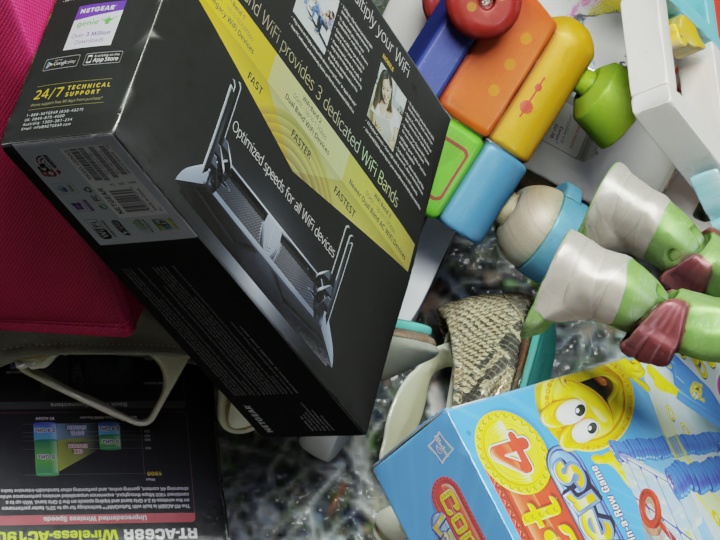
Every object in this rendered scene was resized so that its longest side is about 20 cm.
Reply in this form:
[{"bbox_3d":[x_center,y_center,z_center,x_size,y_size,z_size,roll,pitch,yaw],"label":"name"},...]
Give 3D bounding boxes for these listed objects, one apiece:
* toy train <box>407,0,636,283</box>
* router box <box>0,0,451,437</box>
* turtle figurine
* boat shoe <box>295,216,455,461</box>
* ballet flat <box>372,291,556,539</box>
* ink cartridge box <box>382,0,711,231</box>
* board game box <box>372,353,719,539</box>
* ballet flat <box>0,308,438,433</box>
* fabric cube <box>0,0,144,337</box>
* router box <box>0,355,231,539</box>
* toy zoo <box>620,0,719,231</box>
[{"bbox_3d":[0.085,-0.102,1.096,0.115,0.085,0.200,32,91,-10],"label":"toy train"},{"bbox_3d":[-0.043,-0.053,0.931,0.052,0.200,0.158,-3,53,30],"label":"router box"},{"bbox_3d":[0.164,0.053,1.023,0.193,0.200,0.144,27,69,9],"label":"turtle figurine"},{"bbox_3d":[0.000,0.000,1.128,0.066,0.070,0.200,25,55,3],"label":"boat shoe"},{"bbox_3d":[0.044,0.094,1.092,0.075,0.068,0.201,-1,50,12],"label":"ballet flat"},{"bbox_3d":[0.113,-0.093,1.190,0.199,0.068,0.117,30,31,6],"label":"ink cartridge box"},{"bbox_3d":[0.130,0.137,1.028,0.195,0.056,0.201,-13,69,-44],"label":"board game box"},{"bbox_3d":[-0.068,0.038,1.028,0.199,0.067,0.064,10,85,-7],"label":"ballet flat"},{"bbox_3d":[-0.166,-0.111,0.980,0.195,0.200,0.200,2,39,23],"label":"fabric cube"},{"bbox_3d":[-0.161,0.069,1.052,0.199,0.062,0.150,1,58,-13],"label":"router box"},{"bbox_3d":[0.156,-0.104,1.120,0.020,0.131,0.201,-19,58,27],"label":"toy zoo"}]
